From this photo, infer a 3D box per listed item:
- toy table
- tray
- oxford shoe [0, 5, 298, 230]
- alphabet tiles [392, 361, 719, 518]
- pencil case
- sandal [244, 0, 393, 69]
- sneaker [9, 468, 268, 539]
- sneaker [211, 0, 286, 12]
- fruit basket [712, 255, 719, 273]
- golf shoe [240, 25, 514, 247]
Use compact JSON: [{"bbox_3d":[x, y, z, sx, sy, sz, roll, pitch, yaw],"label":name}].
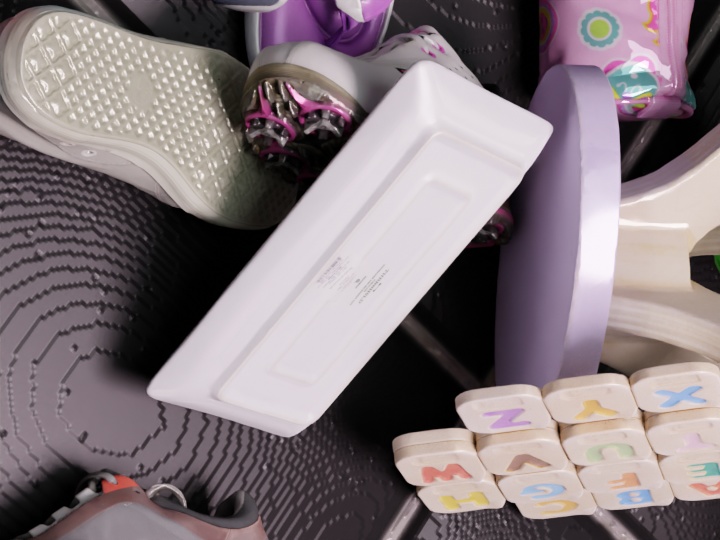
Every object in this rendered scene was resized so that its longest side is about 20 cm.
[{"bbox_3d":[0.139,0.000,1.121,0.117,0.184,0.200,2,129,-12],"label":"toy table"},{"bbox_3d":[0.000,0.000,1.041,0.107,0.022,0.200,22,114,-48],"label":"tray"},{"bbox_3d":[-0.099,-0.069,1.030,0.200,0.058,0.075,21,73,-49],"label":"oxford shoe"},{"bbox_3d":[0.120,0.087,1.102,0.196,0.199,0.015,59,25,-65],"label":"alphabet tiles"},{"bbox_3d":[0.135,-0.176,1.170,0.087,0.087,0.201,4,91,-35],"label":"pencil case"},{"bbox_3d":[0.003,-0.166,1.097,0.082,0.050,0.203,29,76,-32],"label":"sandal"},{"bbox_3d":[-0.126,0.131,1.022,0.200,0.077,0.082,2,64,-36],"label":"sneaker"},{"bbox_3d":[-0.058,-0.229,1.032,0.129,0.079,0.200,27,86,-41],"label":"sneaker"},{"bbox_3d":[0.253,-0.021,1.107,0.216,0.155,0.216,-48,161,-22],"label":"fruit basket"},{"bbox_3d":[0.009,-0.075,1.079,0.200,0.072,0.092,27,63,-56],"label":"golf shoe"}]
